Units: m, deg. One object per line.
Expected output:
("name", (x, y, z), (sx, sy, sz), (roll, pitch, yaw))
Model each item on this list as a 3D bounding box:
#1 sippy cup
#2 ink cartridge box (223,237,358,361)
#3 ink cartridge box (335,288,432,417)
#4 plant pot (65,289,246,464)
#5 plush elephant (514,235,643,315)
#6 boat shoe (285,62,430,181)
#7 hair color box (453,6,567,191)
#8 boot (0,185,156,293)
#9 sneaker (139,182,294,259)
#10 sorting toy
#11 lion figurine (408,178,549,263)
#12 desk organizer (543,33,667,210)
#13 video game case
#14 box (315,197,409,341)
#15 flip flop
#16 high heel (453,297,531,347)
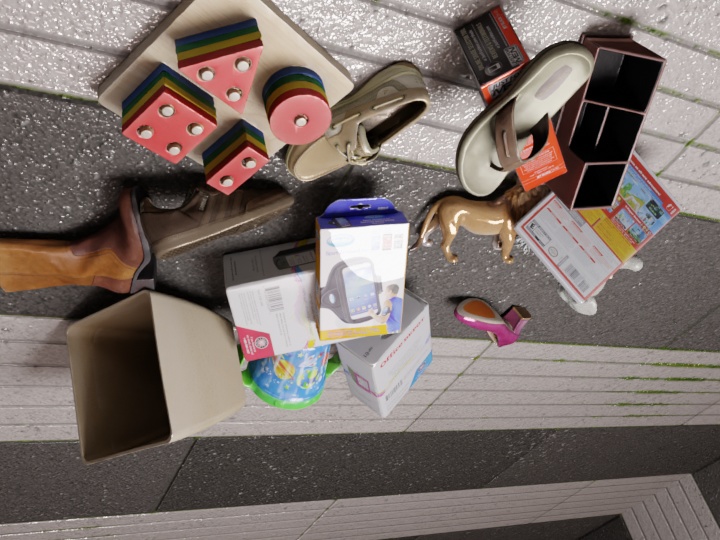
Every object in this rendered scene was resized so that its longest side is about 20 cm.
("sippy cup", (-0.108, 0.132, 1.138), (0.178, 0.139, 0.131), (-42, 158, -50))
("ink cartridge box", (-0.087, 0.037, 1.019), (0.199, 0.086, 0.148), (-12, 129, -8))
("ink cartridge box", (0.045, 0.135, 1.180), (0.145, 0.084, 0.200), (-46, 153, -22))
("plant pot", (-0.282, 0.153, 1.017), (0.199, 0.201, 0.177), (-21, 165, 33))
("plush elephant", (0.348, -0.031, 1.062), (0.199, 0.155, 0.165), (-22, 145, 7))
("boat shoe", (-0.006, -0.160, 0.825), (0.199, 0.065, 0.072), (-32, 142, 20))
("hair color box", (0.180, -0.194, 0.823), (0.061, 0.102, 0.200), (-25, 144, 14))
("boot", (-0.360, -0.038, 0.875), (0.199, 0.069, 0.189), (2, 149, -13))
("sneaker", (-0.172, -0.081, 0.858), (0.199, 0.076, 0.070), (-25, 178, -37))
("sorting toy", (-0.135, -0.178, 0.745), (0.198, 0.070, 0.200), (-34, 141, 23))
("lion figurine", (0.170, -0.076, 1.005), (0.199, 0.073, 0.123), (-3, 125, -8))
("desk organizer", (0.294, -0.178, 0.865), (0.071, 0.077, 0.201), (-5, 127, -16))
("video game case", (0.329, -0.073, 0.971), (0.200, 0.143, 0.017), (-42, -177, -5))
("box", (0.000, 0.000, 0.939), (0.118, 0.042, 0.201), (-5, 124, -11))
("flip flop", (0.173, -0.150, 0.743), (0.081, 0.058, 0.200), (12, 137, -33))
("high heel", (0.223, 0.104, 1.277), (0.199, 0.067, 0.096), (2, 132, -45))
